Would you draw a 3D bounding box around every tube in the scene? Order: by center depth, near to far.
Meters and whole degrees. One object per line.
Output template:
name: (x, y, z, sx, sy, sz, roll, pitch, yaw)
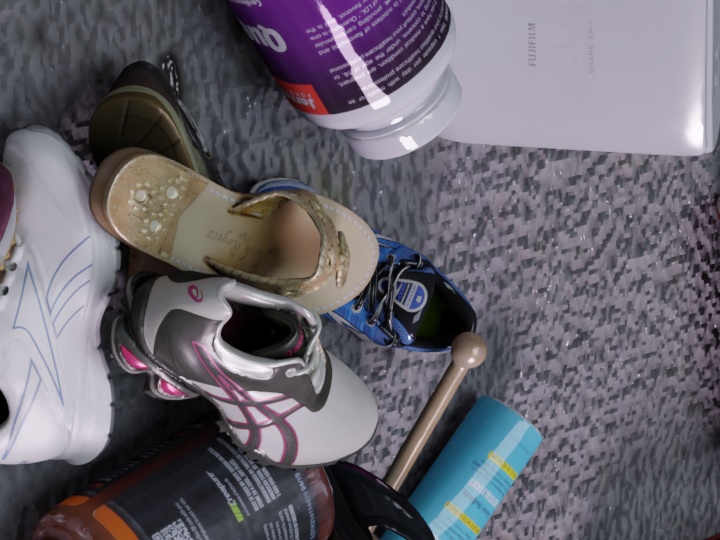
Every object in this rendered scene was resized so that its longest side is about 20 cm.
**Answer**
tube: (0.045, 0.177, 1.695, 0.077, 0.050, 0.200, 42, 78, -32)

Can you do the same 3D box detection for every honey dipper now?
honey dipper: (0.026, 0.125, 1.615, 0.038, 0.038, 0.200, 14, 114, -43)

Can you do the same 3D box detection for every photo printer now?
photo printer: (0.121, -0.154, 1.579, 0.070, 0.199, 0.167, -65, 156, -56)

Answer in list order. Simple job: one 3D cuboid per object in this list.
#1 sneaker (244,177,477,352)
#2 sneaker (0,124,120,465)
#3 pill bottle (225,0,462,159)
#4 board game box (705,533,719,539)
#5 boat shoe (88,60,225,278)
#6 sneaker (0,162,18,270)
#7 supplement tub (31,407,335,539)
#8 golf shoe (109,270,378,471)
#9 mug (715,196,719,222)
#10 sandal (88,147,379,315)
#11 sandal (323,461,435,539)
sneaker: (0.000, 0.000, 1.574, 0.200, 0.089, 0.079, 24, 84, -43)
sneaker: (-0.185, 0.019, 1.428, 0.087, 0.074, 0.201, -10, 107, -35)
pill bottle: (-0.017, -0.162, 1.503, 0.112, 0.112, 0.200, -48, 128, -22)
board game box: (0.246, 0.231, 1.845, 0.200, 0.103, 0.020, -17, 112, -38)
boat shoe: (-0.103, -0.030, 1.488, 0.065, 0.073, 0.200, -75, 159, -51)
sneaker: (-0.262, 0.002, 1.350, 0.200, 0.075, 0.090, -52, 135, -20)
supplement tub: (-0.118, 0.161, 1.499, 0.200, 0.107, 0.107, -30, 119, -33)
golf shoe: (-0.048, 0.058, 1.444, 0.200, 0.088, 0.077, 28, 60, -41)
mug: (0.341, 0.039, 1.867, 0.177, 0.133, 0.201, -19, 116, -36)
sandal: (-0.051, -0.012, 1.432, 0.211, 0.070, 0.078, 20, 92, -41)
sandal: (0.005, 0.142, 1.571, 0.048, 0.075, 0.201, -32, 91, 0)
